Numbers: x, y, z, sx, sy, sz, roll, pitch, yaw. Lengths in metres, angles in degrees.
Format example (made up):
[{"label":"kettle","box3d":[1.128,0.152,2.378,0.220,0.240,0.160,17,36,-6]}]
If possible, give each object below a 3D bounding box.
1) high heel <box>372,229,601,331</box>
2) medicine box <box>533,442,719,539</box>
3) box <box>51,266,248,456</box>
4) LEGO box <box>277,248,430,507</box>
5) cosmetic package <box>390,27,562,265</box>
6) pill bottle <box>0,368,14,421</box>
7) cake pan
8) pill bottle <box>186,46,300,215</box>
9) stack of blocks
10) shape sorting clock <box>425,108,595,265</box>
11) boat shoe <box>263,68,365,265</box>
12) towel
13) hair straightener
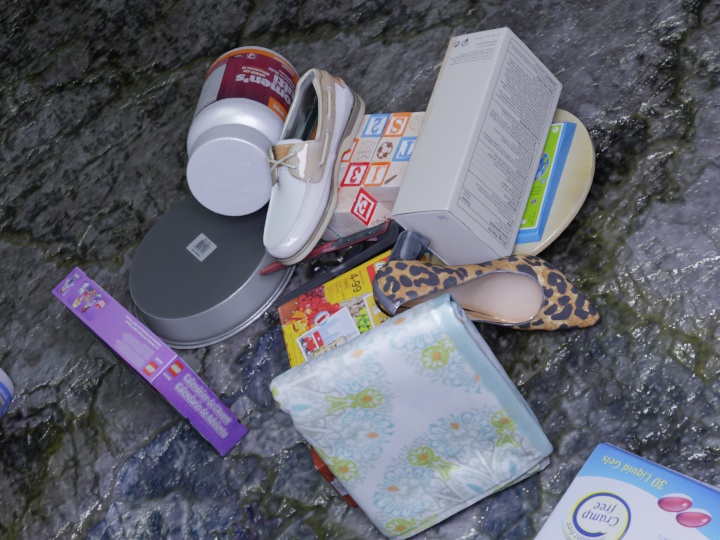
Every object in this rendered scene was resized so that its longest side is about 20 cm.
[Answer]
[{"label":"high heel","box3d":[0.109,0.034,1.465,0.200,0.071,0.143,19,26,3]},{"label":"medicine box","box3d":[0.213,0.258,1.258,0.182,0.103,0.200,21,67,42]},{"label":"box","box3d":[-0.205,0.087,1.640,0.039,0.137,0.200,-46,45,-9]},{"label":"LEGO box","box3d":[0.021,0.092,1.535,0.149,0.077,0.200,-28,45,11]},{"label":"cosmetic package","box3d":[0.111,-0.113,1.571,0.073,0.104,0.200,-3,58,43]},{"label":"pill bottle","box3d":[-0.445,0.182,1.729,0.114,0.114,0.200,3,57,34]},{"label":"cake pan","box3d":[-0.158,-0.011,1.763,0.200,0.037,0.200,-17,47,20]},{"label":"pill bottle","box3d":[-0.122,-0.145,1.763,0.110,0.110,0.200,-21,29,16]},{"label":"stack of blocks","box3d":[0.017,-0.092,1.674,0.200,0.059,0.115,2,62,44]},{"label":"shape sorting clock","box3d":[0.138,-0.075,1.626,0.200,0.039,0.200,-24,47,28]},{"label":"boat shoe","box3d":[-0.060,-0.104,1.654,0.075,0.068,0.200,-6,57,41]},{"label":"towel","box3d":[0.048,0.126,1.407,0.171,0.200,0.048,-29,31,11]},{"label":"hair straightener","box3d":[0.000,0.000,1.648,0.200,0.041,0.077,-21,90,22]}]
